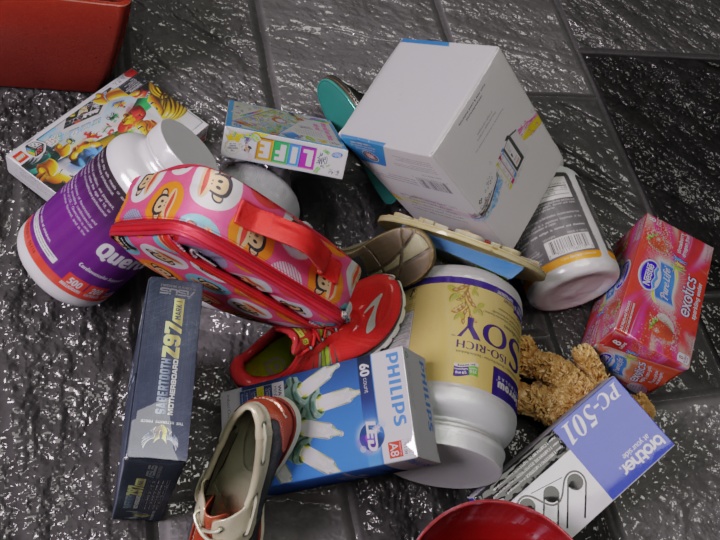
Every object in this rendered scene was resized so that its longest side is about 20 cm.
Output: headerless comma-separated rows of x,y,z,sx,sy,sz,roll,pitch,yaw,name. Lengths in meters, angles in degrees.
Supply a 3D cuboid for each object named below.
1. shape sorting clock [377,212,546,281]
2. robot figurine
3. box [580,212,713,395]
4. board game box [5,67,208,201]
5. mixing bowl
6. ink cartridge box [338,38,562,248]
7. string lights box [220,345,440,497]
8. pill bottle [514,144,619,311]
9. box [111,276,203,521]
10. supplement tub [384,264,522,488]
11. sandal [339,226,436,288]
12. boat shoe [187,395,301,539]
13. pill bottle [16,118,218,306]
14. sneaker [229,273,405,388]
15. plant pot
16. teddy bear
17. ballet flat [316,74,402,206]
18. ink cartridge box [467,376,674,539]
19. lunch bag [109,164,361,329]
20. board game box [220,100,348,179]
0.115,-0.027,0.878,0.200,0.200,0.039,24,88,-2,shape sorting clock
-0.139,-0.039,0.847,0.170,0.113,0.200,11,55,14,robot figurine
0.356,0.041,0.959,0.100,0.095,0.200,29,56,1,box
-0.293,-0.146,0.911,0.126,0.035,0.200,36,56,6,board game box
0.115,0.324,0.708,0.200,0.108,0.200,7,59,-12,mixing bowl
0.111,-0.142,0.890,0.147,0.200,0.145,21,75,43,ink cartridge box
-0.033,0.147,0.726,0.200,0.059,0.103,-18,64,22,string lights box
0.238,-0.060,0.973,0.116,0.116,0.200,-4,61,-19,pill bottle
-0.183,0.121,0.685,0.051,0.200,0.158,7,59,-16,box
0.093,0.110,0.808,0.145,0.145,0.200,15,57,-8,supplement tub
0.000,0.000,0.844,0.054,0.200,0.080,-21,93,-59,sandal
-0.115,0.203,0.680,0.071,0.063,0.200,27,97,22,boat shoe
-0.239,-0.059,0.771,0.112,0.200,0.112,46,20,-22,pill bottle
-0.043,0.069,0.778,0.200,0.085,0.077,-34,69,7,sneaker
-0.374,-0.322,0.908,0.200,0.176,0.200,0,59,-17,plant pot
0.245,0.150,0.878,0.200,0.067,0.145,42,60,11,teddy bear
0.016,-0.172,1.009,0.068,0.068,0.200,-24,79,-38,ballet flat
0.219,0.211,0.808,0.200,0.044,0.094,-37,77,-11,ink cartridge box
-0.097,-0.016,0.672,0.200,0.176,0.082,34,67,-38,lunch bag
-0.094,-0.158,0.909,0.134,0.034,0.200,9,18,-11,board game box
